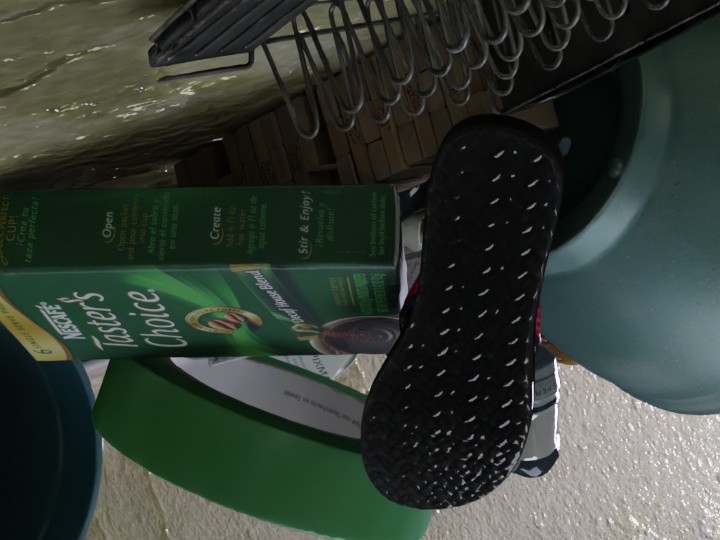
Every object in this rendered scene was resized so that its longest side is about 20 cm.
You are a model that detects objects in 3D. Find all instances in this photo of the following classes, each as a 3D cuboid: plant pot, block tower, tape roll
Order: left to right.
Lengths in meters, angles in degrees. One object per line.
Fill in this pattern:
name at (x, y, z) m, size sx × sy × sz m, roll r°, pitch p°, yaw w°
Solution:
plant pot at (-0.292, 0.113, 0.822) m, size 0.186 × 0.203 × 0.199 m, roll -3°, pitch -174°, yaw 41°
tape roll at (-0.048, 0.090, 0.754) m, size 0.198 × 0.049 × 0.200 m, roll 20°, pitch -176°, yaw -1°
block tower at (-0.005, -0.060, 0.638) m, size 0.199 × 0.059 × 0.054 m, roll -19°, pitch 175°, yaw 42°
plant pot at (0.130, -0.044, 0.637) m, size 0.133 × 0.203 × 0.199 m, roll 18°, pitch 154°, yaw -36°

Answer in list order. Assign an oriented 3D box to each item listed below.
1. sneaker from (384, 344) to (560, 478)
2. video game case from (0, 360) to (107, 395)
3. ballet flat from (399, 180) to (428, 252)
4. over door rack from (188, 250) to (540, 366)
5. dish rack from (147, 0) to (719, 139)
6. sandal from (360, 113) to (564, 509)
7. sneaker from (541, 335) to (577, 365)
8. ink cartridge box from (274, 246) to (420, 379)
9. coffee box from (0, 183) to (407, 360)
sneaker at (0.055, 0.065, 0.789) m, size 0.072 × 0.072 × 0.200 m, roll -8°, pitch -165°, yaw -15°
video game case at (-0.139, 0.040, 0.946) m, size 0.180 × 0.023 × 0.200 m, roll -18°, pitch -179°, yaw 24°
ballet flat at (0.054, -0.047, 0.894) m, size 0.073 × 0.074 × 0.199 m, roll -14°, pitch 174°, yaw -39°
over door rack at (0.000, 0.000, 0.777) m, size 0.197 × 0.068 × 0.148 m, roll -3°, pitch -166°, yaw 5°
dish rack at (0.036, -0.088, 0.436) m, size 0.198 × 0.055 × 0.153 m, roll -17°, pitch 175°, yaw -37°
sandal at (0.049, 0.022, 0.598) m, size 0.074 × 0.202 × 0.045 m, roll 15°, pitch -152°, yaw 5°
sneaker at (0.156, -0.039, 0.900) m, size 0.075 × 0.202 × 0.087 m, roll 28°, pitch -143°, yaw 30°
ink cartridge box at (0.004, 0.016, 1.013) m, size 0.198 × 0.057 × 0.163 m, roll -11°, pitch -147°, yaw 26°
coffee box at (-0.077, 0.005, 0.643) m, size 0.197 × 0.045 × 0.123 m, roll 0°, pitch 158°, yaw 4°
